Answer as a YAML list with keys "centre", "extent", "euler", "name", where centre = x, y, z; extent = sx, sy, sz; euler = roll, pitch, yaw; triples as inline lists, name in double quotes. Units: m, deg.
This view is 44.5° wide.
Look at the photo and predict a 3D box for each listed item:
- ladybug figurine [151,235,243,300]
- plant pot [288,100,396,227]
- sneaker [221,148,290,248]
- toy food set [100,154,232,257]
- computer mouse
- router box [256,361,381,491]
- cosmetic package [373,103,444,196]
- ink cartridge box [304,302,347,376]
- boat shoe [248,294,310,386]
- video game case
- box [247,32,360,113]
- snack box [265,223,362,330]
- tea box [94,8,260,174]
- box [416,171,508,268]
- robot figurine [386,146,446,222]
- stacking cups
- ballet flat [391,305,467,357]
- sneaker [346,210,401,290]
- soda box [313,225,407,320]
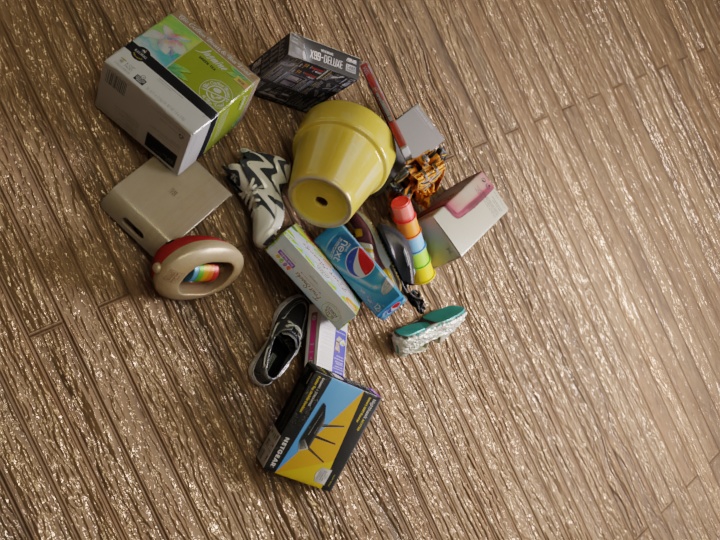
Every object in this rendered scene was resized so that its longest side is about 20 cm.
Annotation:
- centre: [-0.289, -0.011, 1.529]
  extent: [0.072, 0.136, 0.200]
  euler: [52, 21, 22]
  name: "ladybug figurine"
- centre: [-0.050, -0.191, 1.693]
  extent: [0.201, 0.201, 0.189]
  euler: [39, 48, -20]
  name: "plant pot"
- centre: [-0.209, -0.146, 1.659]
  extent: [0.129, 0.079, 0.200]
  euler: [23, 64, -26]
  name: "sneaker"
- centre: [-0.344, -0.128, 1.580]
  extent: [0.143, 0.060, 0.200]
  euler: [44, 54, -3]
  name: "toy food set"
- centre: [0.089, -0.013, 1.792]
  extent: [0.046, 0.140, 0.201]
  euler: [-26, 97, -2]
  name: "computer mouse"
- centre: [-0.074, 0.282, 1.581]
  extent: [0.149, 0.051, 0.201]
  euler: [25, 96, -27]
  name: "router box"
- centre: [0.078, -0.260, 1.892]
  extent: [0.107, 0.090, 0.200]
  euler: [50, 57, -7]
  name: "cosmetic package"
- centre: [-0.066, 0.168, 1.671]
  extent: [0.095, 0.037, 0.201]
  euler: [31, 54, -52]
  name: "ink cartridge box"
- centre: [-0.138, 0.124, 1.632]
  extent: [0.072, 0.068, 0.200]
  euler: [42, 55, -18]
  name: "boat shoe"
- centre: [0.057, -0.309, 1.773]
  extent: [0.017, 0.143, 0.201]
  euler: [-26, 77, 5]
  name: "video game case"
- centre: [-0.120, -0.381, 1.718]
  extent: [0.157, 0.200, 0.050]
  euler: [13, 73, -31]
  name: "box"
- centre: [-0.083, 0.009, 1.653]
  extent: [0.200, 0.053, 0.142]
  euler: [48, 13, -4]
  name: "snack box"
- centre: [-0.326, -0.319, 1.569]
  extent: [0.200, 0.134, 0.197]
  euler: [40, 54, 0]
  name: "tea box"
- centre: [0.203, -0.107, 1.906]
  extent: [0.200, 0.128, 0.109]
  euler: [-42, 100, -36]
  name: "box"
- centre: [0.118, -0.176, 1.811]
  extent: [0.145, 0.200, 0.058]
  euler: [-32, 75, -20]
  name: "robot figurine"
- centre: [0.101, -0.063, 1.810]
  extent: [0.061, 0.060, 0.201]
  euler: [-50, 134, -34]
  name: "stacking cups"
- centre: [0.141, 0.130, 1.841]
  extent: [0.199, 0.072, 0.072]
  euler: [-19, 87, -35]
  name: "ballet flat"
- centre: [0.003, -0.029, 1.776]
  extent: [0.090, 0.075, 0.200]
  euler: [-27, 75, -10]
  name: "sneaker"
- centre: [0.000, 0.000, 1.706]
  extent: [0.064, 0.068, 0.200]
  euler: [-42, 73, 4]
  name: "soda box"
